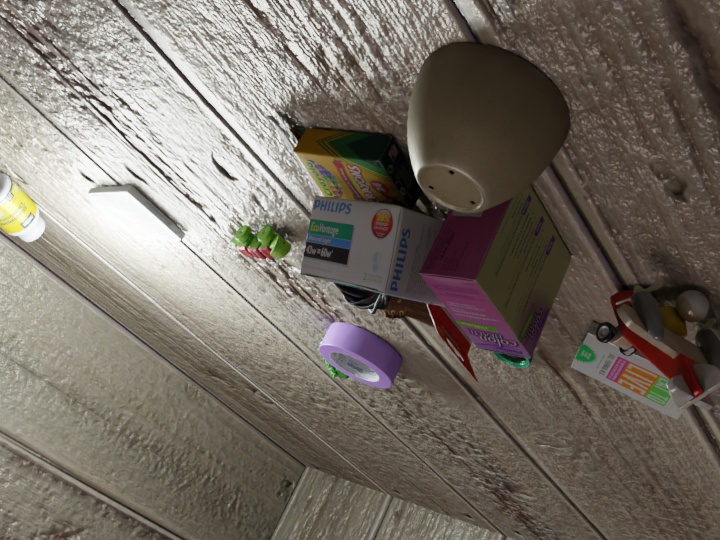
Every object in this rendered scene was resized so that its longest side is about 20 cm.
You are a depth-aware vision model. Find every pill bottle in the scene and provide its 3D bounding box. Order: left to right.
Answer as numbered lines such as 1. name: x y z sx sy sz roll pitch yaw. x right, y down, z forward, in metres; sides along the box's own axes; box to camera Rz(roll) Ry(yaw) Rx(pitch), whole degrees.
1. pill bottle: -0.956 -0.167 2.312 0.111 0.113 0.201 17 156 26

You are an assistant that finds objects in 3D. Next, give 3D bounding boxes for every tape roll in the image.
1. tape roll: 0.000 0.207 2.040 0.198 0.066 0.201 24 157 11

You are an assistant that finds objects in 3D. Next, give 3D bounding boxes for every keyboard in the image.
1. keyboard: -0.094 -0.172 1.370 0.056 0.011 0.201 56 180 42

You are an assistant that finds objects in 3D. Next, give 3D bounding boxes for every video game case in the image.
1. video game case: -0.531 -0.134 1.995 0.198 0.023 0.182 4 147 46

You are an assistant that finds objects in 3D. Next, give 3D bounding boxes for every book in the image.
1. book: 0.468 0.165 1.426 0.198 0.048 0.134 25 154 15

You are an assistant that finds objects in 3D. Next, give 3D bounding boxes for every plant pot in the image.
1. plant pot: 0.134 -0.151 1.015 0.198 0.136 0.201 25 158 11

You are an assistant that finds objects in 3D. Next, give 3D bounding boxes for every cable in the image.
1. cable: 0.000 0.000 1.547 0.162 0.051 0.200 38 142 -5

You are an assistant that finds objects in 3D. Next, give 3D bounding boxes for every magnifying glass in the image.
1. magnifying glass: 0.301 0.143 1.599 0.079 0.023 0.201 26 157 7

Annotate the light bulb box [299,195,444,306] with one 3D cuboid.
1. light bulb box: 0.049 -0.026 1.277 0.198 0.127 0.197 12 179 -43

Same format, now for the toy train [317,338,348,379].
1. toy train: -0.065 0.233 2.211 0.055 0.042 0.201 10 153 16

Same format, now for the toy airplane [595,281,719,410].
1. toy airplane: 0.439 0.095 1.172 0.198 0.142 0.200 37 -167 11

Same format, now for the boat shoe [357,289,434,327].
1. boat shoe: 0.069 0.066 1.648 0.198 0.068 0.072 27 158 5

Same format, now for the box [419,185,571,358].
1. box: 0.196 -0.008 1.192 0.096 0.178 0.200 7 150 41

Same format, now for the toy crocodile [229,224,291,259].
1. toy crocodile: -0.208 -0.051 1.736 0.198 0.062 0.068 3 147 48

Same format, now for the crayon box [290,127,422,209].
1. crayon box: -0.016 -0.155 1.297 0.198 0.051 0.127 12 153 36

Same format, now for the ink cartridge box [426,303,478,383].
1. ink cartridge box: 0.153 0.067 1.415 0.161 0.050 0.201 49 -166 -40
